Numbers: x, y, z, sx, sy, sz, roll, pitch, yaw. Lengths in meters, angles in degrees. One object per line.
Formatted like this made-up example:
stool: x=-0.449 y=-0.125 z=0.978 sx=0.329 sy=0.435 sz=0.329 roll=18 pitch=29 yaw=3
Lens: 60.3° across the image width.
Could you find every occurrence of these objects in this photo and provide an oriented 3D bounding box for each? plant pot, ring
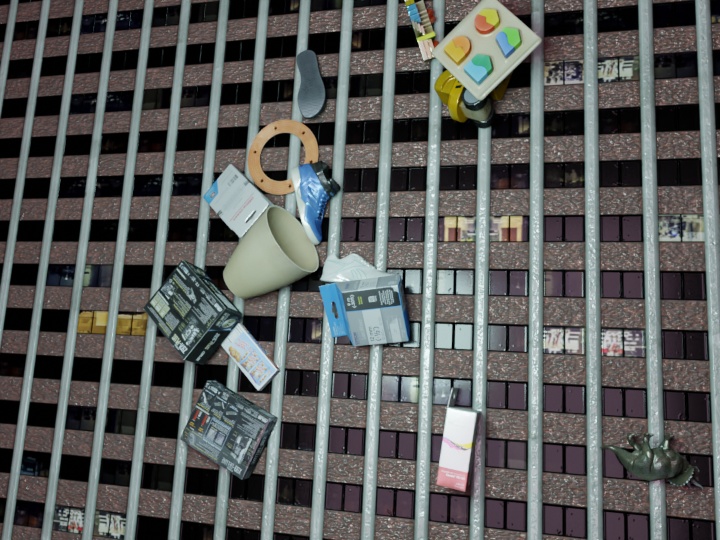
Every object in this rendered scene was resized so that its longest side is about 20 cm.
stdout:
plant pot: x=-0.235 y=-0.023 z=1.509 sx=0.199 sy=0.187 sz=0.189 roll=-35 pitch=73 yaw=20
ring: x=-0.202 y=-0.295 z=1.620 sx=0.196 sy=0.019 sz=0.205 roll=-2 pitch=80 yaw=13

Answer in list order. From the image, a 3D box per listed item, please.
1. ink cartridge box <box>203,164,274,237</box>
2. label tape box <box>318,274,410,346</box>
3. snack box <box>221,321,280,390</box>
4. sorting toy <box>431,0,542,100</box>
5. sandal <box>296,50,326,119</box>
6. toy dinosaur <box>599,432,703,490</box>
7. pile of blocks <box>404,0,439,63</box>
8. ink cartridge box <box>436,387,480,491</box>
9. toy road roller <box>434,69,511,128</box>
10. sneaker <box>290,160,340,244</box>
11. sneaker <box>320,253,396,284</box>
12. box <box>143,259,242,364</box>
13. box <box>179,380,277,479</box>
ink cartridge box: x=-0.299 y=-0.164 z=1.568 sx=0.116 sy=0.067 sz=0.200 roll=-48 pitch=56 yaw=3
label tape box: x=0.008 y=0.098 z=1.437 sx=0.196 sy=0.066 sz=0.146 roll=-8 pitch=113 yaw=11
snack box: x=-0.289 y=0.201 z=1.550 sx=0.072 sy=0.024 sz=0.200 roll=-45 pitch=73 yaw=3
sorting toy: x=0.278 y=-0.508 z=1.396 sx=0.185 sy=0.036 sz=0.201 roll=-43 pitch=62 yaw=10
sandal: x=-0.127 y=-0.484 z=1.627 sx=0.074 sy=0.043 sz=0.204 roll=-6 pitch=69 yaw=6
toy dinosaur: x=0.596 y=0.387 z=1.264 sx=0.196 sy=0.077 sz=0.104 roll=1 pitch=74 yaw=12
pile of blocks: x=0.161 y=-0.618 z=1.551 sx=0.061 sy=0.082 sz=0.204 roll=-18 pitch=76 yaw=10
ink cartridge box: x=0.217 y=0.360 z=1.344 sx=0.066 sy=0.116 sz=0.204 roll=7 pitch=83 yaw=16
toy road roller: x=0.266 y=-0.454 z=1.478 sx=0.144 sy=0.123 sz=0.203 roll=24 pitch=87 yaw=28
sneaker: x=-0.099 y=-0.173 z=1.541 sx=0.109 sy=0.077 sz=0.204 roll=-15 pitch=81 yaw=7
sneaker: x=0.000 y=0.000 z=1.489 sx=0.196 sy=0.070 sz=0.082 roll=7 pitch=79 yaw=16
box: x=-0.420 y=0.104 z=1.554 sx=0.200 sy=0.086 sz=0.164 roll=41 pitch=92 yaw=27
box: x=-0.322 y=0.386 z=1.513 sx=0.197 sy=0.050 sz=0.160 roll=24 pitch=87 yaw=17
